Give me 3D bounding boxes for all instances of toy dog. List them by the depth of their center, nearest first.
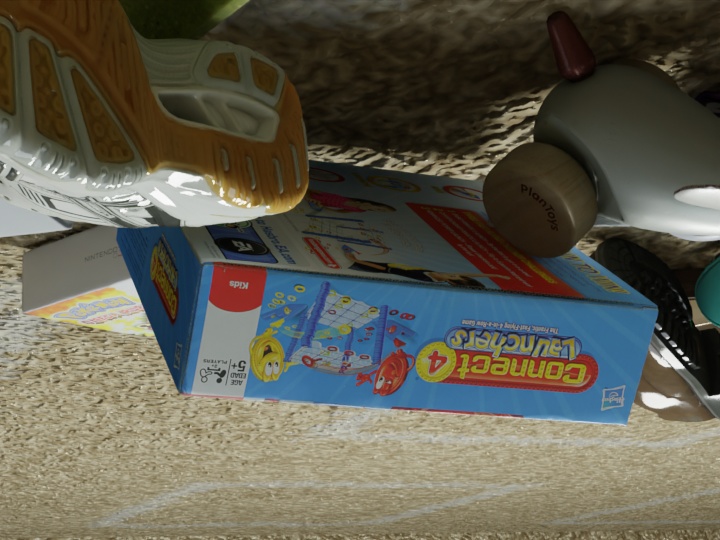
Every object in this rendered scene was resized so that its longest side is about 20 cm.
[{"bbox_3d":[0.142,-0.057,0.555,0.200,0.132,0.096,-1,130,25],"label":"toy dog"}]

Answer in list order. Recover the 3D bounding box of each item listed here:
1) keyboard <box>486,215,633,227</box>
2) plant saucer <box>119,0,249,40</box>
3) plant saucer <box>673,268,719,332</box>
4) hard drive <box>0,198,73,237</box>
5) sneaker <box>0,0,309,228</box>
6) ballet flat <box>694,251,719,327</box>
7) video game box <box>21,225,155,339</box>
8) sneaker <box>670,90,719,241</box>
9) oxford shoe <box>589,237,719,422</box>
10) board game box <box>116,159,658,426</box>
[{"bbox_3d":[0.157,-0.037,0.613,0.200,0.056,0.011,0,130,26],"label":"keyboard"},{"bbox_3d":[-0.156,-0.105,0.446,0.199,0.048,0.200,8,160,-36],"label":"plant saucer"},{"bbox_3d":[0.236,0.034,1.050,0.200,0.030,0.200,-3,165,-1],"label":"plant saucer"},{"bbox_3d":[-0.265,-0.038,0.699,0.200,0.027,0.132,-7,164,10],"label":"hard drive"},{"bbox_3d":[-0.101,-0.047,0.434,0.088,0.076,0.200,-12,161,28],"label":"sneaker"},{"bbox_3d":[0.293,-0.005,0.864,0.072,0.072,0.200,3,164,-20],"label":"ballet flat"},{"bbox_3d":[-0.076,0.003,0.849,0.200,0.047,0.182,-16,157,38],"label":"video game box"},{"bbox_3d":[0.204,-0.058,0.642,0.087,0.075,0.200,18,155,-41],"label":"sneaker"},{"bbox_3d":[0.192,0.052,0.938,0.084,0.073,0.200,-17,135,27],"label":"oxford shoe"},{"bbox_3d":[0.000,0.000,0.629,0.195,0.056,0.200,6,-163,-19],"label":"board game box"}]
